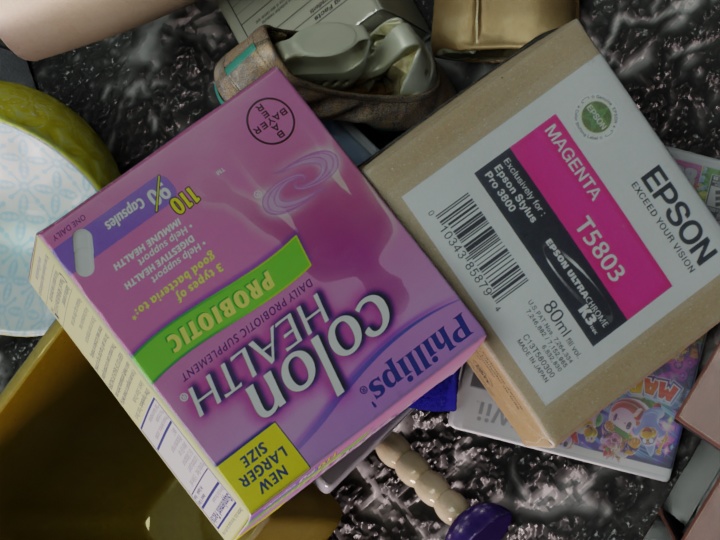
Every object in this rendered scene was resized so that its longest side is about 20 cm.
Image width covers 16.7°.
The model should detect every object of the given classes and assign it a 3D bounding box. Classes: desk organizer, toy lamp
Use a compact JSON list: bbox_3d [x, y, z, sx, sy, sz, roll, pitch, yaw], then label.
[{"bbox_3d":[0.214,0.137,1.472,0.077,0.072,0.201,34,100,28],"label":"desk organizer"},{"bbox_3d":[0.013,0.108,1.588,0.200,0.058,0.058,46,105,22],"label":"toy lamp"}]

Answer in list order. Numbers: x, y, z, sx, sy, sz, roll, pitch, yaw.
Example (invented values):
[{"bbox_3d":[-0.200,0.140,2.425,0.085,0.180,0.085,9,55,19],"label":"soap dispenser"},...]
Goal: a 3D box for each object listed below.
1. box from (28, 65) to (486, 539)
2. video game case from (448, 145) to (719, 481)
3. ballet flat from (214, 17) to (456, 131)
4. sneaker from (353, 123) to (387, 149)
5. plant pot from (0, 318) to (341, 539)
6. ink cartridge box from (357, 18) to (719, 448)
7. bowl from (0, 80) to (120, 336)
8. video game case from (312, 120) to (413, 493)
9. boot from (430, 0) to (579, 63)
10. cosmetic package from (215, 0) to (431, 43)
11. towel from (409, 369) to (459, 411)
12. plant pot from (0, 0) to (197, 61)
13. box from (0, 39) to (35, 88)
[{"bbox_3d":[-0.062,0.021,1.406,0.176,0.097,0.200,-36,84,-18],"label":"box"},{"bbox_3d":[0.147,0.016,1.511,0.142,0.018,0.201,14,91,-4],"label":"video game case"},{"bbox_3d":[0.000,-0.126,1.536,0.067,0.199,0.068,-52,59,37],"label":"ballet flat"},{"bbox_3d":[0.000,0.000,1.608,0.095,0.079,0.201,-34,69,43],"label":"sneaker"},{"bbox_3d":[-0.125,0.160,1.570,0.196,0.200,0.195,45,104,25],"label":"plant pot"},{"bbox_3d":[0.113,-0.022,1.450,0.164,0.075,0.200,-37,93,-10],"label":"ink cartridge box"},{"bbox_3d":[-0.243,-0.064,1.695,0.199,0.201,0.108,-11,37,26],"label":"bowl"},{"bbox_3d":[-0.028,0.007,1.527,0.200,0.022,0.182,44,72,8],"label":"video game case"},{"bbox_3d":[0.060,-0.237,1.597,0.174,0.066,0.201,0,86,27],"label":"boot"},{"bbox_3d":[-0.050,-0.216,1.637,0.103,0.087,0.201,-34,69,19],"label":"cosmetic package"},{"bbox_3d":[-0.027,0.002,1.491,0.199,0.050,0.149,7,70,-6],"label":"towel"},{"bbox_3d":[-0.130,-0.239,1.548,0.199,0.187,0.189,-7,81,14],"label":"plant pot"},{"bbox_3d":[-0.338,-0.171,1.715,0.114,0.200,0.133,-26,74,23],"label":"box"}]
